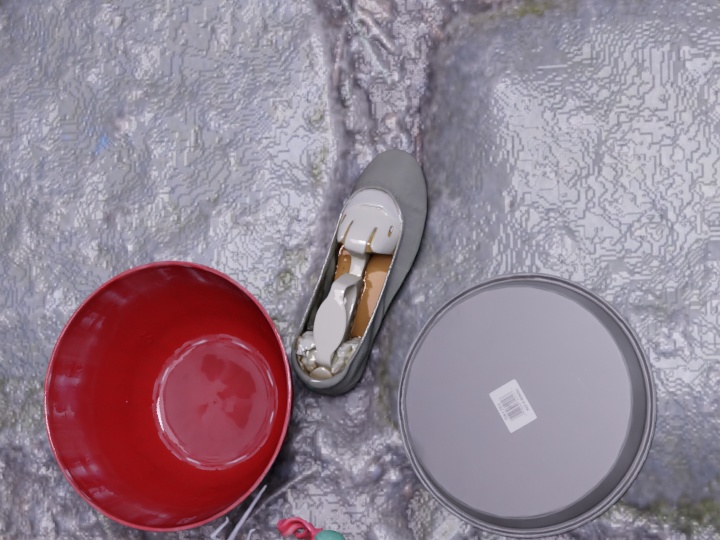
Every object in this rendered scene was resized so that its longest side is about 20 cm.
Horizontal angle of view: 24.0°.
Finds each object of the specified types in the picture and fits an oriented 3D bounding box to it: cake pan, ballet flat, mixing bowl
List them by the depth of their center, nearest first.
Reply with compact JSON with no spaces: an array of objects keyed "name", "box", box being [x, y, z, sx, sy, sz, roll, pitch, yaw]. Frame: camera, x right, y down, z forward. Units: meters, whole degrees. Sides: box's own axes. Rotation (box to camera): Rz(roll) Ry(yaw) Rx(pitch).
[{"name":"cake pan","box":[0.120,0.099,1.266,0.199,0.037,0.201,-2,83,16]},{"name":"ballet flat","box":[0.000,0.000,1.299,0.067,0.064,0.201,18,88,17]},{"name":"mixing bowl","box":[-0.129,0.100,1.300,0.199,0.108,0.201,-3,82,17]}]

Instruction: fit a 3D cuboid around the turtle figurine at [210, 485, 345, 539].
[{"name":"turtle figurine","box":[-0.048,0.266,1.262,0.149,0.101,0.201,23,104,28]}]
